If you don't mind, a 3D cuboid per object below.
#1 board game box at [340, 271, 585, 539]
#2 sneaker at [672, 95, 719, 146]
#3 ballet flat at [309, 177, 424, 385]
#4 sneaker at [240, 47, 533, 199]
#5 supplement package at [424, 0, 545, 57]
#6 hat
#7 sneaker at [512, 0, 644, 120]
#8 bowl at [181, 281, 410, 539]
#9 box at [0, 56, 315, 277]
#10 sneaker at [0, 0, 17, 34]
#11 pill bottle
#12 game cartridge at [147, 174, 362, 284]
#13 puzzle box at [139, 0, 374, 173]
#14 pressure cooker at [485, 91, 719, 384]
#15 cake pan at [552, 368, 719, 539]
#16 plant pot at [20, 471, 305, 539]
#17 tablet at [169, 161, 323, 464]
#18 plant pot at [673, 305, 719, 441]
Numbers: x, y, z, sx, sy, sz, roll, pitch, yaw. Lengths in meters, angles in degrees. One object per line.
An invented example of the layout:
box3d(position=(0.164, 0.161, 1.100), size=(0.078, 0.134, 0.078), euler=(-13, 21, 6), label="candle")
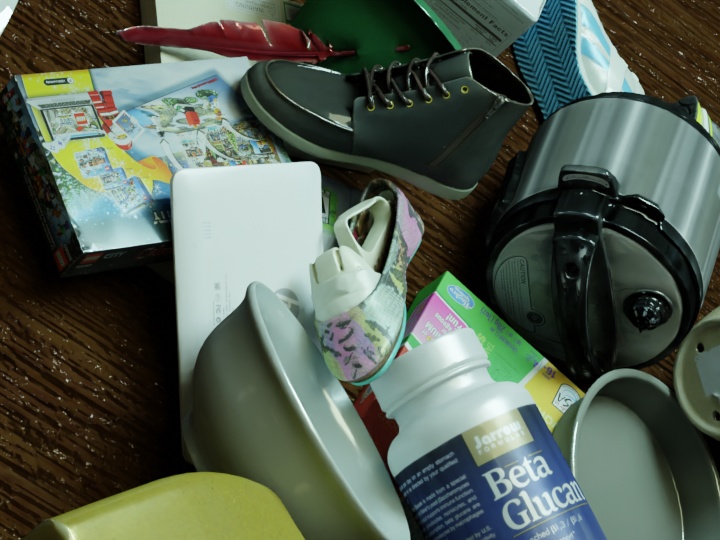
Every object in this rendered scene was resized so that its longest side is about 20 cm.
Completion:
box3d(position=(0.072, 0.118, 1.572), size=(0.153, 0.040, 0.200), euler=(41, 45, -10), label="board game box")
box3d(position=(0.295, -0.059, 1.841), size=(0.081, 0.074, 0.201), euler=(30, 50, -23), label="sneaker")
box3d(position=(0.000, 0.000, 1.501), size=(0.071, 0.069, 0.200), euler=(57, 27, -24), label="ballet flat")
box3d(position=(0.020, -0.131, 1.536), size=(0.199, 0.106, 0.075), euler=(17, 42, -24), label="sneaker")
box3d(position=(0.086, -0.286, 1.792), size=(0.156, 0.111, 0.200), euler=(38, 45, -12), label="supplement package")
box3d(position=(-0.039, -0.136, 1.603), size=(0.176, 0.166, 0.200), euler=(-43, 69, -13), label="hat")
box3d(position=(0.192, -0.170, 1.835), size=(0.081, 0.076, 0.201), euler=(1, 68, -47), label="sneaker")
box3d(position=(-0.055, 0.114, 1.390), size=(0.202, 0.090, 0.201), euler=(59, 5, -9), label="bowl")
box3d(position=(-0.141, -0.075, 1.483), size=(0.199, 0.038, 0.137), euler=(-9, 69, -40), label="box")
box3d(position=(-0.305, -0.175, 1.441), size=(0.115, 0.074, 0.200), euler=(36, 48, -19), label="sneaker")
box3d(position=(0.086, 0.145, 1.457), size=(0.111, 0.111, 0.201), euler=(-17, 74, -43), label="pill bottle")
box3d(position=(-0.066, -0.022, 1.558), size=(0.199, 0.040, 0.134), euler=(21, 56, -27), label="game cartridge")
box3d(position=(-0.075, -0.153, 1.641), size=(0.199, 0.025, 0.134), euler=(12, 56, -32), label="puzzle box")
box3d(position=(0.190, -0.021, 1.656), size=(0.176, 0.179, 0.200), euler=(39, 45, -15), label="pressure cooker")
box3d(position=(0.208, 0.175, 1.613), size=(0.200, 0.037, 0.201), euler=(23, 58, -42), label="cake pan")
box3d(position=(-0.114, 0.229, 1.259), size=(0.200, 0.194, 0.196), euler=(-27, 81, -51), label="plant pot")
box3d(position=(-0.073, 0.028, 1.472), size=(0.130, 0.014, 0.201), euler=(-6, 95, -40), label="tablet")
box3d(position=(0.343, 0.077, 1.691), size=(0.200, 0.187, 0.188), euler=(-1, 64, -45), label="plant pot")
